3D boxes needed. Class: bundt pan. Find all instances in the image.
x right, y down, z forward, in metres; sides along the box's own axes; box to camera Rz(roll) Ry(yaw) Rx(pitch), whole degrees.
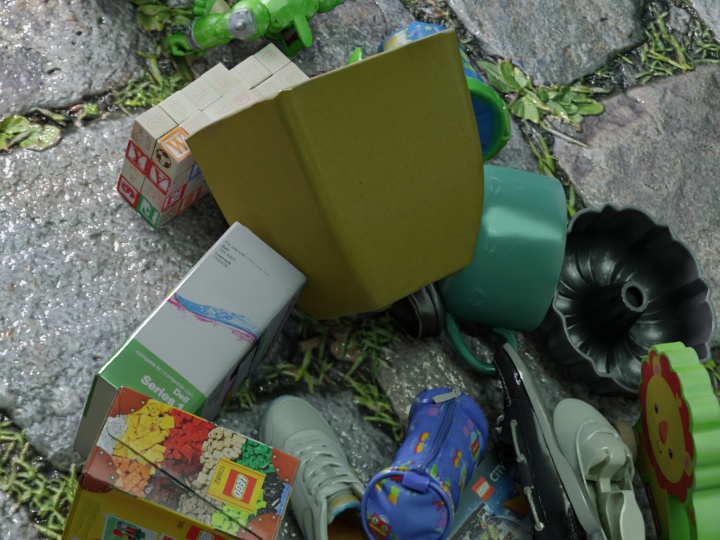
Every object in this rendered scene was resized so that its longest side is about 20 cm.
[{"bbox_3d":[0.255,0.038,1.366,0.199,0.076,0.205,10,66,-23],"label":"bundt pan"}]

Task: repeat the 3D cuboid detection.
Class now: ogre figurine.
[{"bbox_3d":[-0.091,-0.272,1.414,0.198,0.119,0.100,-4,96,-32],"label":"ogre figurine"}]

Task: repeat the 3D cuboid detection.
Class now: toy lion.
[{"bbox_3d":[0.287,0.175,1.224,0.068,0.192,0.203,-6,64,-8],"label":"toy lion"}]

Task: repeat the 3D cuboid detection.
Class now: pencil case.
[{"bbox_3d":[0.060,0.167,1.173,0.077,0.088,0.200,14,21,11],"label":"pencil case"}]

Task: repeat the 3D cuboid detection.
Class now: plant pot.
[{"bbox_3d":[-0.006,-0.070,1.195,0.193,0.195,0.202,-24,97,-31],"label":"plant pot"}]

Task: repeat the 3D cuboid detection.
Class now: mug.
[{"bbox_3d":[0.122,-0.012,1.313,0.113,0.153,0.187,11,57,-9],"label":"mug"}]

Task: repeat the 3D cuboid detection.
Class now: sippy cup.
[{"bbox_3d":[0.071,-0.184,1.423,0.138,0.178,0.131,-24,51,9],"label":"sippy cup"}]

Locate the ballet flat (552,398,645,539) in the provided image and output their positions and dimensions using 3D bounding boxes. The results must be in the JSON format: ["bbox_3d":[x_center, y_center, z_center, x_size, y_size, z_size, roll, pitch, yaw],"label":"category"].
[{"bbox_3d":[0.226,0.198,1.228,0.068,0.070,0.202,2,59,-19],"label":"ballet flat"}]

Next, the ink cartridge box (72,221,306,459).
[{"bbox_3d":[-0.145,0.078,1.161,0.084,0.145,0.200,36,54,4],"label":"ink cartridge box"}]

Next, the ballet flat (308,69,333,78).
[{"bbox_3d":[-0.024,-0.119,1.386,0.070,0.069,0.202,-17,61,-8],"label":"ballet flat"}]

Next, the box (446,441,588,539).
[{"bbox_3d":[0.141,0.241,1.233,0.136,0.038,0.200,43,55,9],"label":"box"}]

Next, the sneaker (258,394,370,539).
[{"bbox_3d":[-0.027,0.192,1.174,0.076,0.081,0.202,-14,64,-25],"label":"sneaker"}]

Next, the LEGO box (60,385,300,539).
[{"bbox_3d":[-0.147,0.191,1.056,0.147,0.201,0.078,23,54,-6],"label":"LEGO box"}]

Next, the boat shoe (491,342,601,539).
[{"bbox_3d":[0.152,0.158,1.227,0.060,0.074,0.202,-27,59,8],"label":"boat shoe"}]

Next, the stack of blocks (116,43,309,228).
[{"bbox_3d":[-0.138,-0.140,1.319,0.059,0.115,0.200,43,54,9],"label":"stack of blocks"}]

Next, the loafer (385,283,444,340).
[{"bbox_3d":[0.000,0.000,1.319,0.071,0.073,0.200,-37,72,-24],"label":"loafer"}]
